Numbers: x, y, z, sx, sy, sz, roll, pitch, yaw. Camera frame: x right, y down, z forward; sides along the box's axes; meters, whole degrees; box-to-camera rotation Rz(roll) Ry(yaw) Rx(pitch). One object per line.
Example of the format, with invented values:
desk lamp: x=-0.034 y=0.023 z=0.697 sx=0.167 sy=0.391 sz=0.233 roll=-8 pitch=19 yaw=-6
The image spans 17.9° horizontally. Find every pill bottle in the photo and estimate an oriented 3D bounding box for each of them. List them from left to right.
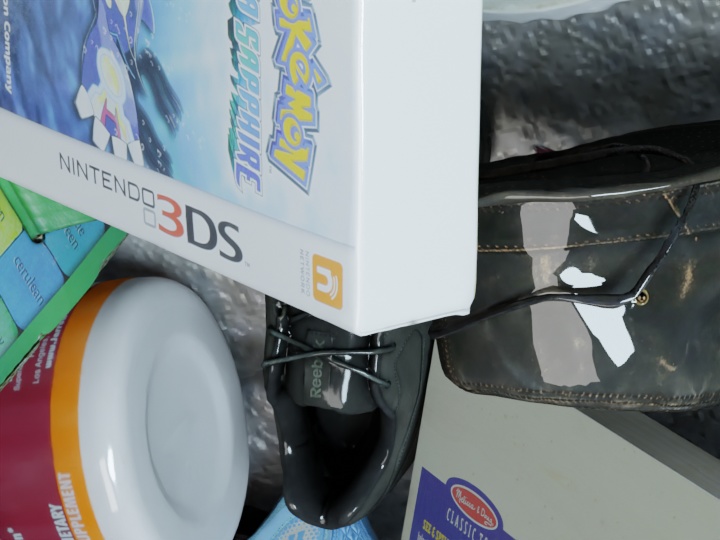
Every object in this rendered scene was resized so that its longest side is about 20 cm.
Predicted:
pill bottle: x=-0.151 y=0.068 z=0.853 sx=0.198 sy=0.113 sz=0.114 roll=-7 pitch=119 yaw=23

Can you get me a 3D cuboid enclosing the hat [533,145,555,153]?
hat: x=0.133 y=0.083 z=0.827 sx=0.164 sy=0.178 sz=0.200 roll=7 pitch=162 yaw=7

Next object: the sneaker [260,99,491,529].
sneaker: x=0.000 y=0.000 z=0.775 sx=0.075 sy=0.091 sz=0.201 roll=5 pitch=121 yaw=17

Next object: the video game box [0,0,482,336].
video game box: x=-0.041 y=-0.103 z=0.595 sx=0.182 sy=0.047 sz=0.202 roll=20 pitch=117 yaw=46

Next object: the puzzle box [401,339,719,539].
puzzle box: x=0.070 y=0.108 z=0.713 sx=0.025 sy=0.200 sz=0.134 roll=1 pitch=106 yaw=-28

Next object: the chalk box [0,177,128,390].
chalk box: x=-0.161 y=-0.032 z=0.756 sx=0.199 sy=0.124 sz=0.125 roll=-4 pitch=125 yaw=37

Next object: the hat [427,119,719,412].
hat: x=0.080 y=0.001 z=0.673 sx=0.199 sy=0.200 sz=0.082 roll=-10 pitch=93 yaw=23

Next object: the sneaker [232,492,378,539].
sneaker: x=-0.040 y=0.140 z=0.895 sx=0.078 sy=0.091 sz=0.200 roll=4 pitch=151 yaw=-32

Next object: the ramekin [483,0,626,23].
ramekin: x=0.046 y=-0.166 z=0.645 sx=0.198 sy=0.105 sz=0.202 roll=8 pitch=124 yaw=13
